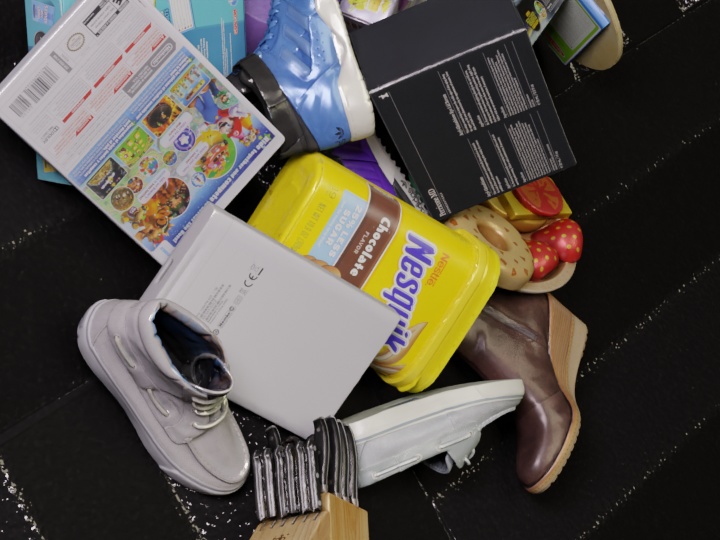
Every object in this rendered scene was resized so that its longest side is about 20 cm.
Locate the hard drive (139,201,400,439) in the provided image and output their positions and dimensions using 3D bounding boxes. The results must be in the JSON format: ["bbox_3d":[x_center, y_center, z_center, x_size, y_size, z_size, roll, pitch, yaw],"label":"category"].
[{"bbox_3d":[-0.080,0.045,1.564,0.200,0.132,0.027,30,9,-30],"label":"hard drive"}]

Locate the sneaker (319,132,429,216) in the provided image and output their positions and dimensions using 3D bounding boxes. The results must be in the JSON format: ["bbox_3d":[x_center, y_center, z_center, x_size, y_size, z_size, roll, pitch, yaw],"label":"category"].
[{"bbox_3d":[-0.021,-0.076,1.703,0.200,0.070,0.100,49,48,-15],"label":"sneaker"}]

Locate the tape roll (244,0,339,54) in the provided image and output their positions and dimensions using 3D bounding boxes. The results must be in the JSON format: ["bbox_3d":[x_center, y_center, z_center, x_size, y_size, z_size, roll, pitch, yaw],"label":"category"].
[{"bbox_3d":[-0.106,-0.297,1.723,0.200,0.066,0.201,19,59,-36],"label":"tape roll"}]

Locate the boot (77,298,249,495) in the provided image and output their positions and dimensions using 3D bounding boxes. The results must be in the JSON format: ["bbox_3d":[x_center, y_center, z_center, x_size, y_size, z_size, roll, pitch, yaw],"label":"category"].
[{"bbox_3d":[-0.130,0.101,1.483,0.200,0.095,0.074,51,55,-27],"label":"boot"}]

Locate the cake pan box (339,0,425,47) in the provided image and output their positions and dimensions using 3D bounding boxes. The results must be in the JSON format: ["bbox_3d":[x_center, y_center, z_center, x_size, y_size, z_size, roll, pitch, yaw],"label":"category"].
[{"bbox_3d":[0.042,-0.281,1.739,0.052,0.200,0.185,25,84,8],"label":"cake pan box"}]

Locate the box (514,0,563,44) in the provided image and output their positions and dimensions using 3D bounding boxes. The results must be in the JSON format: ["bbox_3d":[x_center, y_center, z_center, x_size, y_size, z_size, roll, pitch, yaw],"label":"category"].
[{"bbox_3d":[0.111,-0.210,1.816,0.040,0.137,0.200,52,33,-11],"label":"box"}]

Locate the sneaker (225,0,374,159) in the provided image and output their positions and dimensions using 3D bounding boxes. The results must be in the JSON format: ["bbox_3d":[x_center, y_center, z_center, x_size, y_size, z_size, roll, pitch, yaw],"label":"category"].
[{"bbox_3d":[-0.070,-0.190,1.588,0.111,0.077,0.200,-18,84,-8],"label":"sneaker"}]

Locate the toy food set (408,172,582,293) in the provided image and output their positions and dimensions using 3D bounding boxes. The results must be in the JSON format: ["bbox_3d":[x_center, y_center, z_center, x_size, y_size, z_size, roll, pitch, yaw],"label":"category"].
[{"bbox_3d":[0.128,-0.063,1.820,0.200,0.049,0.198,-5,57,-43],"label":"toy food set"}]

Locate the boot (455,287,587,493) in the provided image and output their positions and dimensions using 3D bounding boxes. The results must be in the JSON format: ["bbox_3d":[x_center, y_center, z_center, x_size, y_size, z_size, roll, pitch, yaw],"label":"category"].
[{"bbox_3d":[0.125,0.094,1.786,0.166,0.072,0.200,26,56,-19],"label":"boot"}]

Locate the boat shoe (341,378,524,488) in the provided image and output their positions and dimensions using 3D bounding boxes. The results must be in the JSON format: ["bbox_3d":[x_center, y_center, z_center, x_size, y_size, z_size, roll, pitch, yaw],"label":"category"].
[{"bbox_3d":[0.063,0.144,1.683,0.200,0.070,0.072,-14,91,-32],"label":"boat shoe"}]

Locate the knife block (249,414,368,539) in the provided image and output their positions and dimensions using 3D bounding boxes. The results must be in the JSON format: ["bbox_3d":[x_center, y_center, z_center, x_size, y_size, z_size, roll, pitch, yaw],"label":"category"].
[{"bbox_3d":[-0.029,0.225,1.557,0.200,0.064,0.176,68,27,-19],"label":"knife block"}]

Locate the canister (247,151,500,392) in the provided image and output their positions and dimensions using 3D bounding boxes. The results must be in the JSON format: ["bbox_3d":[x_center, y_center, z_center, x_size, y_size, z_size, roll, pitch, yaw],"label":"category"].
[{"bbox_3d":[0.000,0.000,1.643,0.200,0.087,0.149,29,98,-30],"label":"canister"}]

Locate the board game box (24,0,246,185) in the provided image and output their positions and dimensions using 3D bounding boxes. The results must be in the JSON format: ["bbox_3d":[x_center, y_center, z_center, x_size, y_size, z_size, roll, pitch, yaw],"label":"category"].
[{"bbox_3d":[-0.178,-0.162,1.564,0.200,0.047,0.151,-16,110,-46],"label":"board game box"}]

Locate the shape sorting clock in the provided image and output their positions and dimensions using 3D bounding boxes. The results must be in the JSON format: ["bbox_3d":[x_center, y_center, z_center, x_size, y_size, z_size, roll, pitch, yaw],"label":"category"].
[{"bbox_3d":[0.194,-0.286,1.926,0.039,0.200,0.200,-39,101,-17],"label":"shape sorting clock"}]

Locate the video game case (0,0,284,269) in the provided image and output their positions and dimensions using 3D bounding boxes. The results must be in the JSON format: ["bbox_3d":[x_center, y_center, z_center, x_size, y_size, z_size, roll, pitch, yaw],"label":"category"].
[{"bbox_3d":[-0.172,-0.116,1.495,0.143,0.018,0.200,-48,117,-5],"label":"video game case"}]

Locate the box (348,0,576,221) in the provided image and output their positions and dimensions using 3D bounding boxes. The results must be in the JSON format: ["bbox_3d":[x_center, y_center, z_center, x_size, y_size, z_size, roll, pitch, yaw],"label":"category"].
[{"bbox_3d":[0.091,-0.146,1.660,0.200,0.141,0.079,60,7,-53],"label":"box"}]
